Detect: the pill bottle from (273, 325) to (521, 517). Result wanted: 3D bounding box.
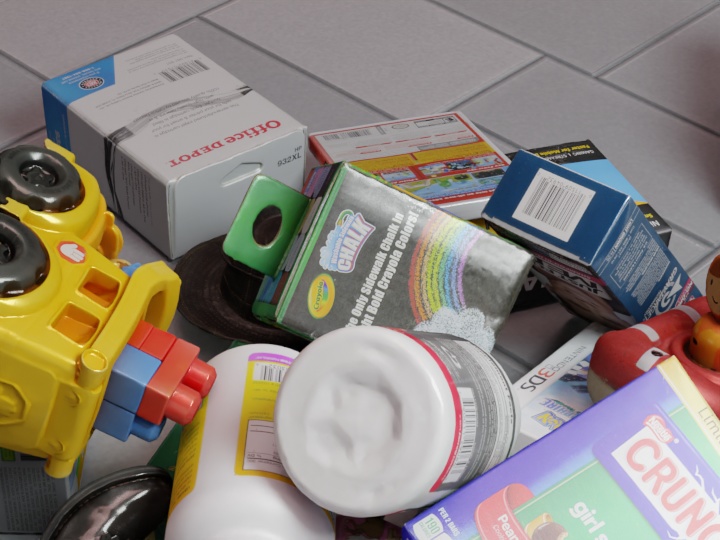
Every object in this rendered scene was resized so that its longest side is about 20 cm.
[{"bbox_3d":[0.034,0.092,1.064,0.110,0.111,0.200,20,3,22],"label":"pill bottle"}]

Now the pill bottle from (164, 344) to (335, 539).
[{"bbox_3d":[-0.066,0.143,1.067,0.104,0.105,0.200,2,35,0],"label":"pill bottle"}]

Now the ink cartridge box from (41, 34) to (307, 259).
[{"bbox_3d":[-0.162,-0.111,1.494,0.145,0.084,0.200,-25,45,-31],"label":"ink cartridge box"}]

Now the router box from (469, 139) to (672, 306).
[{"bbox_3d":[0.137,-0.038,1.436,0.199,0.051,0.149,-12,39,-20],"label":"router box"}]

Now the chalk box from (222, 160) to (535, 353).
[{"bbox_3d":[0.000,0.000,1.234,0.199,0.125,0.124,26,-4,-10],"label":"chalk box"}]

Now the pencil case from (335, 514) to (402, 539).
[{"bbox_3d":[-0.002,0.240,1.043,0.083,0.087,0.200,25,36,-13],"label":"pencil case"}]

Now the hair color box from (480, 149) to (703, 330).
[{"bbox_3d":[0.176,-0.008,1.273,0.100,0.200,0.061,27,83,34],"label":"hair color box"}]

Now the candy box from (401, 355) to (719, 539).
[{"bbox_3d":[0.151,0.178,1.030,0.199,0.077,0.169,-30,73,-12],"label":"candy box"}]

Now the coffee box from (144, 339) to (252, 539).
[{"bbox_3d":[-0.075,0.134,1.208,0.122,0.044,0.200,13,38,15],"label":"coffee box"}]

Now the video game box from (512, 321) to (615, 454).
[{"bbox_3d":[0.207,0.119,1.216,0.199,0.047,0.182,23,33,26],"label":"video game box"}]

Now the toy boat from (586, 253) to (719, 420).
[{"bbox_3d":[0.248,0.046,1.176,0.130,0.131,0.200,31,34,36],"label":"toy boat"}]

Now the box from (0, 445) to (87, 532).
[{"bbox_3d":[-0.245,0.076,1.220,0.101,0.113,0.200,2,39,-1],"label":"box"}]

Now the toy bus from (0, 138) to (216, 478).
[{"bbox_3d":[-0.180,0.032,1.101,0.191,0.136,0.200,22,37,0],"label":"toy bus"}]

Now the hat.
[{"bbox_3d":[-0.050,-0.013,1.356,0.200,0.081,0.201,6,30,-4],"label":"hat"}]

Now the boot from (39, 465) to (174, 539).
[{"bbox_3d":[-0.149,0.232,1.048,0.200,0.069,0.174,-43,53,-15],"label":"boot"}]

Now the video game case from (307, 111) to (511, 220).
[{"bbox_3d":[0.048,-0.084,1.427,0.142,0.018,0.200,-10,26,-13],"label":"video game case"}]

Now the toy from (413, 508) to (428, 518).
[{"bbox_3d":[0.131,0.200,1.122,0.199,0.047,0.115,20,22,10],"label":"toy"}]
